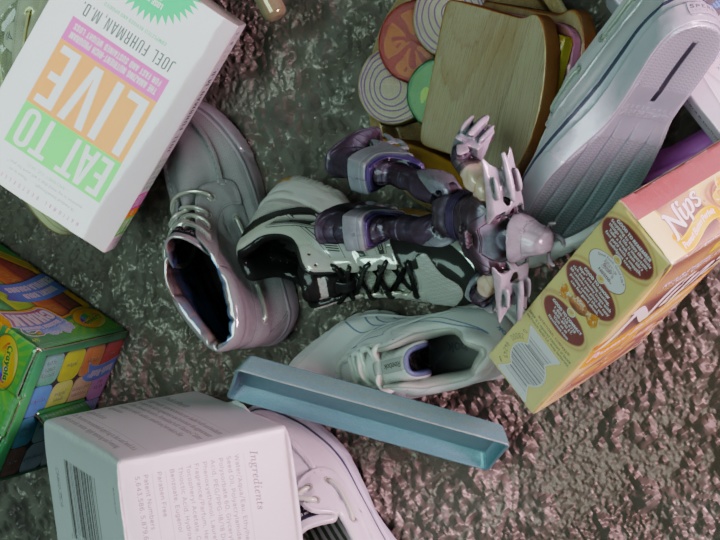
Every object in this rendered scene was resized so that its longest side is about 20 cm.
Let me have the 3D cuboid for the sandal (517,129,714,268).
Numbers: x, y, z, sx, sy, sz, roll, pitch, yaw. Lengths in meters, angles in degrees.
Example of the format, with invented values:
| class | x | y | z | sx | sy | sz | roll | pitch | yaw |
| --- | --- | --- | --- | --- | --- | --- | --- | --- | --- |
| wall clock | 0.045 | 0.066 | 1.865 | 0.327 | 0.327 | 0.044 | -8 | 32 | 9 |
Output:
| class | x | y | z | sx | sy | sz | roll | pitch | yaw |
| --- | --- | --- | --- | --- | --- | --- | --- | --- | --- |
| sandal | 0.169 | -0.062 | 1.306 | 0.201 | 0.083 | 0.050 | -27 | 103 | 14 |

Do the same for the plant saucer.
| class | x | y | z | sx | sy | sz | roll | pitch | yaw |
| --- | --- | --- | --- | --- | --- | --- | --- | --- | --- |
| plant saucer | 0.005 | 0.100 | 1.368 | 0.198 | 0.070 | 0.019 | 15 | 68 | -4 |

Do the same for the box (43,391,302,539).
| class | x | y | z | sx | sy | sz | roll | pitch | yaw |
| --- | --- | --- | --- | --- | --- | --- | --- | --- | --- |
| box | -0.132 | 0.204 | 1.395 | 0.199 | 0.130 | 0.202 | -170 | 72 | -66 |

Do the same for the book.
| class | x | y | z | sx | sy | sz | roll | pitch | yaw |
| --- | --- | --- | --- | --- | --- | --- | --- | --- | --- |
| book | -0.190 | -0.133 | 1.435 | 0.133 | 0.048 | 0.201 | 33 | 105 | 6 |

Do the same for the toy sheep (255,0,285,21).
| class | x | y | z | sx | sy | sz | roll | pitch | yaw |
| --- | --- | --- | --- | --- | --- | --- | --- | --- | --- |
| toy sheep | -0.100 | -0.270 | 1.393 | 0.137 | 0.138 | 0.201 | -36 | 79 | 24 |

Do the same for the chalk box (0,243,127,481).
| class | x | y | z | sx | sy | sz | roll | pitch | yaw |
| --- | --- | --- | --- | --- | --- | --- | --- | --- | --- |
| chalk box | -0.276 | 0.078 | 1.519 | 0.199 | 0.125 | 0.125 | 31 | 108 | 20 |

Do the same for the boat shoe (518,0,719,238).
| class | x | y | z | sx | sy | sz | roll | pitch | yaw |
| --- | --- | --- | --- | --- | --- | --- | --- | --- | --- |
| boat shoe | 0.160 | -0.105 | 1.232 | 0.200 | 0.073 | 0.067 | -51 | 41 | 32 |

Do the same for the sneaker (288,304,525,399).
| class | x | y | z | sx | sy | sz | roll | pitch | yaw |
| --- | --- | --- | --- | --- | --- | --- | --- | --- | --- |
| sneaker | 0.024 | 0.062 | 1.387 | 0.198 | 0.087 | 0.075 | -17 | 89 | 28 |

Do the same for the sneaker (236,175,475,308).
| class | x | y | z | sx | sy | sz | roll | pitch | yaw |
| --- | --- | --- | --- | --- | --- | --- | --- | --- | --- |
| sneaker | 0.000 | 0.000 | 1.380 | 0.199 | 0.088 | 0.076 | 15 | 138 | 32 |

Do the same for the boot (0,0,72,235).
| class | x | y | z | sx | sy | sz | roll | pitch | yaw |
| --- | --- | --- | --- | --- | --- | --- | --- | --- | --- |
| boot | -0.207 | -0.141 | 1.495 | 0.153 | 0.072 | 0.202 | -17 | 87 | 24 |

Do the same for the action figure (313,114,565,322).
| class | x | y | z | sx | sy | sz | roll | pitch | yaw |
| --- | --- | --- | --- | --- | --- | --- | --- | --- | --- |
| action figure | 0.057 | -0.040 | 1.260 | 0.199 | 0.069 | 0.132 | 18 | 114 | 43 |

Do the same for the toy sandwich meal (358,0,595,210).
| class | x | y | z | sx | sy | sz | roll | pitch | yaw |
| --- | --- | --- | --- | --- | --- | --- | --- | --- | --- |
| toy sandwich meal | 0.071 | -0.127 | 1.334 | 0.204 | 0.070 | 0.208 | 0 | 90 | 39 |

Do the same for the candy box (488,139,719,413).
| class | x | y | z | sx | sy | sz | roll | pitch | yaw |
| --- | --- | --- | --- | --- | --- | --- | --- | --- | --- |
| candy box | 0.174 | 0.005 | 1.244 | 0.055 | 0.115 | 0.200 | 52 | 144 | 12 |

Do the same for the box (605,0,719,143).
| class | x | y | z | sx | sy | sz | roll | pitch | yaw |
| --- | --- | --- | --- | --- | --- | --- | --- | --- | --- |
| box | 0.276 | -0.147 | 1.237 | 0.155 | 0.041 | 0.201 | -36 | 79 | 1 |

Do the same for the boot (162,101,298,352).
| class | x | y | z | sx | sy | sz | roll | pitch | yaw |
| --- | --- | --- | --- | --- | --- | --- | --- | --- | --- |
| boot | -0.114 | -0.035 | 1.441 | 0.073 | 0.095 | 0.201 | -29 | 82 | 25 |

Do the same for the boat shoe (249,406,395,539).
| class | x | y | z | sx | sy | sz | roll | pitch | yaw |
| --- | --- | --- | --- | --- | --- | --- | --- | --- | --- |
| boat shoe | -0.029 | 0.180 | 1.426 | 0.200 | 0.067 | 0.074 | 47 | 112 | 15 |
